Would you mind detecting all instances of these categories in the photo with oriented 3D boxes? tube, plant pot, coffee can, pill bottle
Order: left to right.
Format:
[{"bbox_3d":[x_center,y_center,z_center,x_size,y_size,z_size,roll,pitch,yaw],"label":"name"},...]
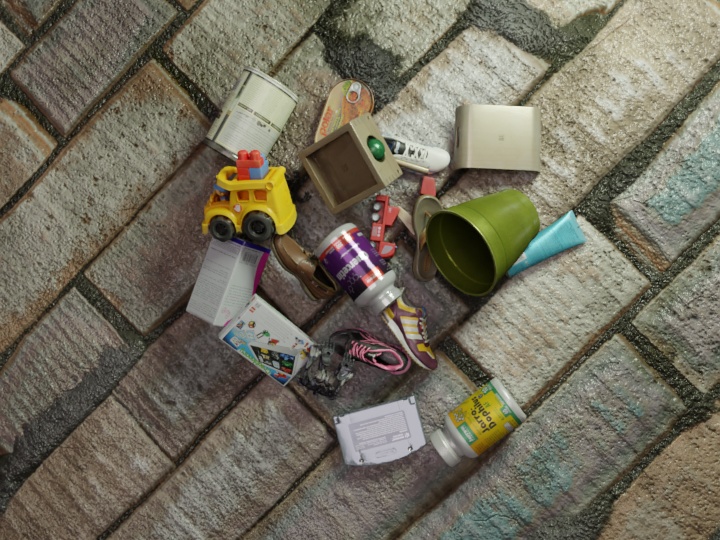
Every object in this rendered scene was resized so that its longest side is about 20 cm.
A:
[{"bbox_3d":[-0.251,-0.342,1.509,0.146,0.146,0.201,31,92,6],"label":"coffee can"},{"bbox_3d":[0.000,0.000,1.456,0.112,0.112,0.200,-41,83,4],"label":"pill bottle"},{"bbox_3d":[0.256,0.341,1.457,0.200,0.113,0.113,-38,85,5],"label":"pill bottle"},{"bbox_3d":[0.277,-0.080,1.417,0.192,0.200,0.201,-33,85,-27],"label":"plant pot"},{"bbox_3d":[0.409,-0.054,1.485,0.199,0.050,0.078,-29,95,0],"label":"tube"}]

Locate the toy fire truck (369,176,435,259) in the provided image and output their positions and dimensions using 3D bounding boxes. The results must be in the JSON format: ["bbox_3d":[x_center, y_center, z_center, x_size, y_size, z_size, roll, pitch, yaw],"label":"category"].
[{"bbox_3d":[0.096,-0.119,1.516,0.140,0.049,0.201,8,91,5],"label":"toy fire truck"}]

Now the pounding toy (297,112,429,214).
[{"bbox_3d":[0.010,-0.238,1.456,0.199,0.142,0.185,-24,101,33],"label":"pounding toy"}]

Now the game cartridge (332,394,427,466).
[{"bbox_3d":[0.047,0.376,1.519,0.199,0.040,0.134,-15,84,6],"label":"game cartridge"}]

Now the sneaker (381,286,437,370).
[{"bbox_3d":[0.126,0.132,1.495,0.090,0.075,0.200,-39,86,10],"label":"sneaker"}]

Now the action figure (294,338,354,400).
[{"bbox_3d":[-0.073,0.227,1.487,0.118,0.200,0.102,30,56,-4],"label":"action figure"}]

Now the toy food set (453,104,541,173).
[{"bbox_3d":[0.314,-0.297,1.498,0.199,0.060,0.145,2,88,-2],"label":"toy food set"}]

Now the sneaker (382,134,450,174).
[{"bbox_3d":[0.107,-0.267,1.507,0.199,0.072,0.072,12,88,5],"label":"sneaker"}]

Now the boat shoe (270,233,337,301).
[{"bbox_3d":[-0.123,-0.015,1.485,0.068,0.072,0.200,-15,131,32],"label":"boat shoe"}]

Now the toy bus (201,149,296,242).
[{"bbox_3d":[-0.254,-0.172,1.437,0.199,0.136,0.193,-1,120,12],"label":"toy bus"}]

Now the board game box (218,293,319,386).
[{"bbox_3d":[-0.208,0.162,1.506,0.126,0.035,0.200,-46,114,3],"label":"board game box"}]

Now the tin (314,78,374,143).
[{"bbox_3d":[-0.037,-0.347,1.541,0.111,0.042,0.201,20,92,2],"label":"tin"}]

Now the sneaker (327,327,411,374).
[{"bbox_3d":[0.018,0.184,1.497,0.199,0.095,0.080,16,92,8],"label":"sneaker"}]

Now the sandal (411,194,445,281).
[{"bbox_3d":[0.157,-0.069,1.482,0.080,0.054,0.201,-2,102,-20],"label":"sandal"}]

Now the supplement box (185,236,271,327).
[{"bbox_3d":[-0.304,0.023,1.516,0.103,0.101,0.201,20,90,31],"label":"supplement box"}]

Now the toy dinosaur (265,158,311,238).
[{"bbox_3d":[-0.169,-0.182,1.539,0.088,0.047,0.201,-32,115,-20],"label":"toy dinosaur"}]
